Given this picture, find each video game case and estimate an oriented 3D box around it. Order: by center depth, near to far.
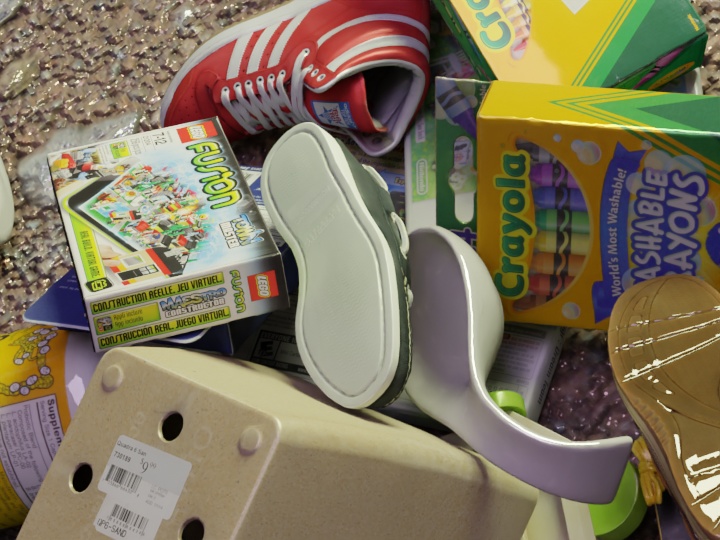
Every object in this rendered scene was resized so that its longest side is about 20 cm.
[{"bbox_3d":[0.036,0.002,1.257,0.198,0.024,0.183,10,67,27],"label":"video game case"},{"bbox_3d":[0.114,-0.106,1.263,0.180,0.022,0.201,-10,51,13],"label":"video game case"}]

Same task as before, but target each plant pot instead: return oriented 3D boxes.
[{"bbox_3d":[-0.063,0.146,1.088,0.199,0.177,0.202,20,82,41],"label":"plant pot"}]

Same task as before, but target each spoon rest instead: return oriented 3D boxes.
[{"bbox_3d":[0.063,0.051,1.112,0.060,0.100,0.200,-4,32,-32],"label":"spoon rest"}]

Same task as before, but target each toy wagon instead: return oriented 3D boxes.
[{"bbox_3d":[0.078,0.144,1.132,0.199,0.040,0.156,-23,58,21],"label":"toy wagon"}]

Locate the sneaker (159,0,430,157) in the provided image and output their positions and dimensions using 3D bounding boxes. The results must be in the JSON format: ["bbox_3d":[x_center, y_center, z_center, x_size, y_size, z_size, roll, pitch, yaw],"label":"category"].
[{"bbox_3d":[-0.041,-0.105,1.292,0.199,0.071,0.113,-29,41,21],"label":"sneaker"}]

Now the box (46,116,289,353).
[{"bbox_3d":[-0.114,-0.025,1.197,0.109,0.035,0.200,-14,28,-9],"label":"box"}]

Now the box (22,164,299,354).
[{"bbox_3d":[-0.095,-0.003,1.222,0.120,0.033,0.200,7,31,27],"label":"box"}]

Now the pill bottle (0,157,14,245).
[{"bbox_3d":[-0.338,-0.035,1.375,0.198,0.111,0.112,-20,57,11],"label":"pill bottle"}]

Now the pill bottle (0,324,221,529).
[{"bbox_3d":[-0.182,0.088,1.243,0.198,0.113,0.114,-13,59,15],"label":"pill bottle"}]

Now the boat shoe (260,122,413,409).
[{"bbox_3d":[0.000,0.000,1.149,0.075,0.060,0.201,-38,44,26],"label":"boat shoe"}]

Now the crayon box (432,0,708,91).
[{"bbox_3d":[0.100,-0.180,1.223,0.118,0.058,0.201,-29,75,-3],"label":"crayon box"}]

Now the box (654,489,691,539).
[{"bbox_3d":[0.236,0.146,1.082,0.158,0.049,0.202,-13,59,13],"label":"box"}]

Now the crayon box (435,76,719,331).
[{"bbox_3d":[0.133,-0.033,1.152,0.198,0.127,0.052,6,29,13],"label":"crayon box"}]

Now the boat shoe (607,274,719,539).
[{"bbox_3d":[0.175,0.085,1.070,0.071,0.072,0.201,-17,41,-1],"label":"boat shoe"}]
